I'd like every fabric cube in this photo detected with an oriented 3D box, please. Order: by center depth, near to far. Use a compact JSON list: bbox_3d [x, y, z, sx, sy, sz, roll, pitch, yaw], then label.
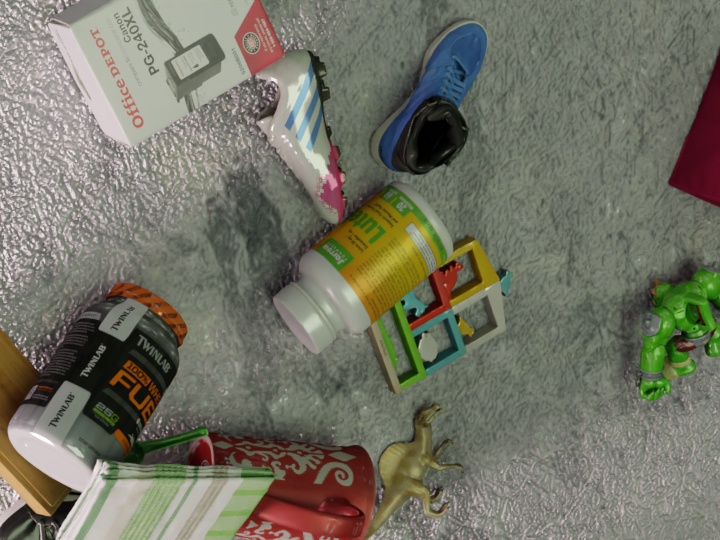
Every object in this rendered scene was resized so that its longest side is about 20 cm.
[{"bbox_3d":[0.552,-0.152,1.905,0.194,0.199,0.202,17,96,-29],"label":"fabric cube"}]

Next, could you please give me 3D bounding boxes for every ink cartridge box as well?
[{"bbox_3d":[-0.201,-0.241,1.562,0.199,0.083,0.146,-33,116,-16],"label":"ink cartridge box"}]

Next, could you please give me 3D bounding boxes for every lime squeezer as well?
[{"bbox_3d":[-0.261,0.223,1.648,0.199,0.070,0.038,-35,143,-35],"label":"lime squeezer"}]

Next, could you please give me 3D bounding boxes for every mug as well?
[{"bbox_3d":[-0.089,0.247,1.712,0.198,0.177,0.135,13,66,-24],"label":"mug"}]

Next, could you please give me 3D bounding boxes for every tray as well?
[{"bbox_3d":[-0.367,0.156,1.596,0.099,0.037,0.201,-53,123,-29],"label":"tray"}]

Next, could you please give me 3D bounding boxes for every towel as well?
[{"bbox_3d":[-0.204,0.246,1.566,0.198,0.031,0.150,5,138,-32],"label":"towel"}]

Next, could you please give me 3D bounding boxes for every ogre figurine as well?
[{"bbox_3d":[0.430,0.070,1.965,0.198,0.098,0.121,-24,126,-7],"label":"ogre figurine"}]

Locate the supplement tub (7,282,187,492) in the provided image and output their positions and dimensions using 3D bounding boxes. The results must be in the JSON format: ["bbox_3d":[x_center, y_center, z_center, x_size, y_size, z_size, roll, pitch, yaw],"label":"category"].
[{"bbox_3d":[-0.271,0.120,1.580,0.123,0.122,0.201,45,60,-29],"label":"supplement tub"}]

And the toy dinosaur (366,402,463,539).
[{"bbox_3d":[0.062,0.264,1.863,0.100,0.058,0.202,30,81,-15],"label":"toy dinosaur"}]

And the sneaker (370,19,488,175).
[{"bbox_3d":[0.100,-0.194,1.712,0.077,0.111,0.201,41,84,-29],"label":"sneaker"}]

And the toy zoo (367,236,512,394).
[{"bbox_3d":[0.101,0.047,1.832,0.199,0.020,0.133,-29,115,-18],"label":"toy zoo"}]

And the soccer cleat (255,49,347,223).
[{"bbox_3d":[-0.069,-0.145,1.674,0.085,0.070,0.203,-13,108,-6],"label":"soccer cleat"}]

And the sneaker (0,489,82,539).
[{"bbox_3d":[-0.297,0.280,1.640,0.198,0.112,0.074,-14,109,-23],"label":"sneaker"}]

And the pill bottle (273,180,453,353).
[{"bbox_3d":[0.000,0.000,1.715,0.199,0.111,0.112,-40,118,-12],"label":"pill bottle"}]
